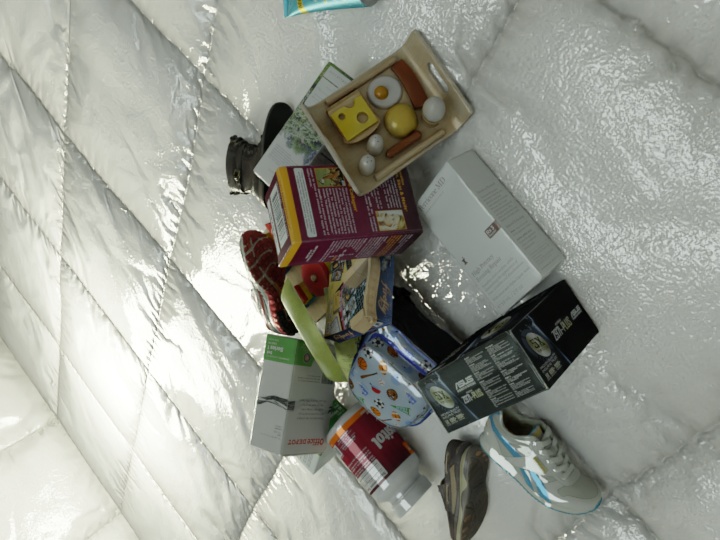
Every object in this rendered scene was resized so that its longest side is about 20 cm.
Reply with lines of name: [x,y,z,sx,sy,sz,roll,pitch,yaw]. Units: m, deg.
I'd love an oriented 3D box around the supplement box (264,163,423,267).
supplement box: [-0.023,-0.080,0.905,0.086,0.195,0.113,134,125,-59]

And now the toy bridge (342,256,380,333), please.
toy bridge: [0.001,-0.002,0.972,0.067,0.027,0.203,-45,40,31]

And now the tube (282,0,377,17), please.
tube: [-0.054,-0.416,0.954,0.197,0.050,0.080,21,117,43]

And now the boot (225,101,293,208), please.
boot: [-0.194,-0.216,1.175,0.173,0.068,0.205,32,116,45]

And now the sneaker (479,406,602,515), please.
sneaker: [0.270,0.281,0.965,0.198,0.076,0.082,32,128,26]

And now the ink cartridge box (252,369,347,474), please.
ink cartridge box: [-0.127,0.299,1.361,0.199,0.082,0.149,39,133,23]

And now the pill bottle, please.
pill bottle: [0.037,0.350,1.203,0.200,0.112,0.114,46,136,16]

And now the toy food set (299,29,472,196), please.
toy food set: [0.035,-0.214,0.872,0.145,0.198,0.060,55,170,6]

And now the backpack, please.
backpack: [0.069,0.166,1.058,0.200,0.153,0.192,43,145,15]

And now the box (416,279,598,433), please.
box: [0.198,0.119,0.887,0.087,0.162,0.200,55,138,5]

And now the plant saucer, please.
plant saucer: [-0.083,0.107,1.087,0.203,0.031,0.200,59,174,9]

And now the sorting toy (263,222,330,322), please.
sorting toy: [-0.113,-0.018,1.194,0.202,0.069,0.199,55,137,9]

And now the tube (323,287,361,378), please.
tube: [-0.024,0.110,1.171,0.051,0.058,0.205,16,125,28]

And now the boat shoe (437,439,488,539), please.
boat shoe: [0.176,0.380,1.121,0.073,0.073,0.206,24,117,46]

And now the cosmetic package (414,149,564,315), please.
cosmetic package: [0.173,-0.053,0.891,0.201,0.073,0.102,50,137,12]

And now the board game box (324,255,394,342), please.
board game box: [0.000,0.000,1.030,0.134,0.034,0.205,-25,54,49]

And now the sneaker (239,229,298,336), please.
sneaker: [-0.176,0.027,1.171,0.081,0.077,0.205,-7,105,47]

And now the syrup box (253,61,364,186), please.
syrup box: [-0.063,-0.196,0.970,0.078,0.081,0.202,40,98,25]

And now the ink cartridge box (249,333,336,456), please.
ink cartridge box: [-0.119,0.232,1.206,0.083,0.145,0.206,5,81,33]
